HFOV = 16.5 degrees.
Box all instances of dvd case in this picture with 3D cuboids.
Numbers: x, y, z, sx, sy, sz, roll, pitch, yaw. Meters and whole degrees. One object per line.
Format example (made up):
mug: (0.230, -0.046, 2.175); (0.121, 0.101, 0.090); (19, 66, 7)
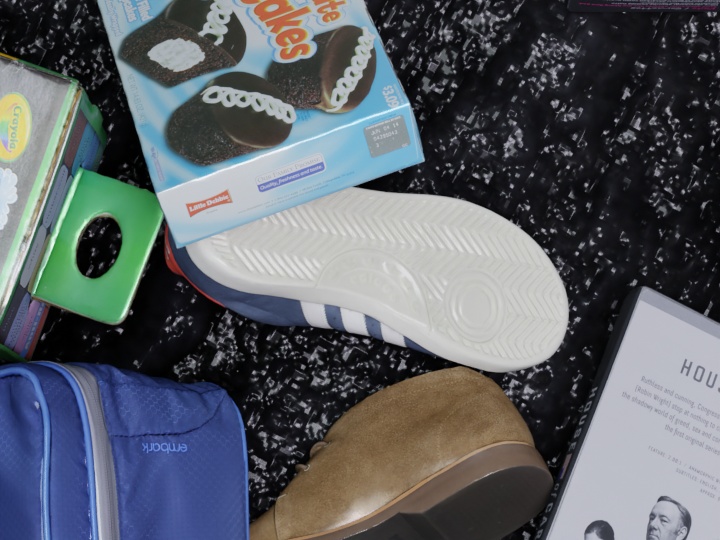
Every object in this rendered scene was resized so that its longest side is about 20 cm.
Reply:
dvd case: (0.155, 0.129, 1.134); (0.150, 0.025, 0.201); (26, 74, -11)

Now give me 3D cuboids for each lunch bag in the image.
lunch bag: (-0.136, 0.143, 1.083); (0.132, 0.135, 0.202); (7, 73, -41)

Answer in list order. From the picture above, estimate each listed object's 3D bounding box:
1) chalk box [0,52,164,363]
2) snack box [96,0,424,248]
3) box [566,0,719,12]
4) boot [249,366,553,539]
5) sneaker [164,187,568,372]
chalk box: (-0.190, -0.035, 1.140); (0.199, 0.124, 0.125); (20, 83, 2)
snack box: (-0.053, -0.101, 1.129); (0.115, 0.037, 0.201); (-20, 41, -2)
box: (0.196, -0.195, 1.159); (0.198, 0.115, 0.133); (0, 82, -1)
boot: (-0.012, 0.114, 1.160); (0.199, 0.074, 0.076); (-26, 53, 3)
sneaker: (0.000, 0.000, 1.165); (0.199, 0.084, 0.076); (19, 74, -22)
